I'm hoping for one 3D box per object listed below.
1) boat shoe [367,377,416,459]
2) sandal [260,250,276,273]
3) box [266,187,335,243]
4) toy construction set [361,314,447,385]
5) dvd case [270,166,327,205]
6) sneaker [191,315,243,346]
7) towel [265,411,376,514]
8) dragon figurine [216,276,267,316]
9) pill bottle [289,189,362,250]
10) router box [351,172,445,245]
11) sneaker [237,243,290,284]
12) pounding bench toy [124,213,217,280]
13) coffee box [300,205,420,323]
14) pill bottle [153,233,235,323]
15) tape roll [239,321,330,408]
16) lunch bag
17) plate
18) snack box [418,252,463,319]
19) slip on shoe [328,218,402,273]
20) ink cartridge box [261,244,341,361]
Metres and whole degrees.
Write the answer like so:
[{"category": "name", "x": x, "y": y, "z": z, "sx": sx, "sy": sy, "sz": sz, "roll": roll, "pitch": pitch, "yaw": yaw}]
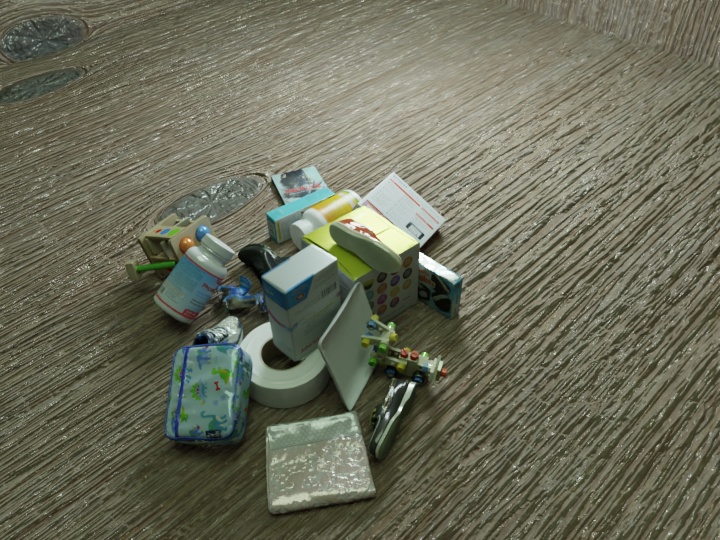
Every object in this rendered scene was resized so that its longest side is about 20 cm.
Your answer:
[{"category": "boat shoe", "x": 0.054, "y": 0.295, "z": 1.318, "sx": 0.060, "sy": 0.072, "sz": 0.201, "roll": 16, "pitch": 37, "yaw": 18}, {"category": "sandal", "x": -0.206, "y": 0.048, "z": 1.574, "sx": 0.045, "sy": 0.075, "sz": 0.200, "roll": -27, "pitch": 69, "yaw": 7}, {"category": "box", "x": -0.161, "y": -0.154, "z": 1.811, "sx": 0.200, "sy": 0.082, "sz": 0.049, "roll": -27, "pitch": 47, "yaw": -26}, {"category": "toy construction set", "x": 0.097, "y": 0.181, "z": 1.390, "sx": 0.200, "sy": 0.131, "sz": 0.092, "roll": 26, "pitch": 48, "yaw": 21}, {"category": "dvd case", "x": -0.173, "y": -0.240, "z": 1.953, "sx": 0.146, "sy": 0.022, "sz": 0.200, "roll": -15, "pitch": 44, "yaw": -14}, {"category": "sneaker", "x": -0.328, "y": 0.164, "z": 1.460, "sx": 0.077, "sy": 0.085, "sz": 0.200, "roll": 15, "pitch": 44, "yaw": 17}, {"category": "towel", "x": -0.084, "y": 0.368, "z": 1.267, "sx": 0.200, "sy": 0.032, "sz": 0.191, "roll": -8, "pitch": 43, "yaw": -6}, {"category": "dragon figurine", "x": -0.298, "y": 0.054, "z": 1.597, "sx": 0.099, "sy": 0.059, "sz": 0.200, "roll": -22, "pitch": 37, "yaw": -23}, {"category": "pill bottle", "x": -0.088, "y": -0.130, "z": 1.760, "sx": 0.200, "sy": 0.111, "sz": 0.111, "roll": -32, "pitch": 50, "yaw": -29}, {"category": "router box", "x": 0.104, "y": -0.143, "z": 1.751, "sx": 0.200, "sy": 0.049, "sz": 0.179, "roll": 44, "pitch": 53, "yaw": 3}, {"category": "sneaker", "x": -0.238, "y": -0.005, "z": 1.660, "sx": 0.200, "sy": 0.076, "sz": 0.091, "roll": 19, "pitch": 54, "yaw": 25}, {"category": "pounding bench toy", "x": -0.465, "y": -0.037, "z": 1.624, "sx": 0.156, "sy": 0.124, "sz": 0.200, "roll": 7, "pitch": 39, "yaw": 38}, {"category": "coffee box", "x": 0.000, "y": 0.000, "z": 1.549, "sx": 0.200, "sy": 0.198, "sz": 0.200, "roll": -29, "pitch": 49, "yaw": -28}, {"category": "pill bottle", "x": -0.387, "y": 0.017, "z": 1.541, "sx": 0.109, "sy": 0.109, "sz": 0.200, "roll": 37, "pitch": 91, "yaw": 35}, {"category": "tape roll", "x": -0.166, "y": 0.200, "z": 1.427, "sx": 0.202, "sy": 0.071, "sz": 0.203, "roll": -1, "pitch": 43, "yaw": 1}, {"category": "lunch bag", "x": -0.308, "y": 0.249, "z": 1.315, "sx": 0.161, "sy": 0.082, "sz": 0.200, "roll": -2, "pitch": 67, "yaw": 12}, {"category": "plate", "x": -0.022, "y": 0.159, "z": 1.383, "sx": 0.032, "sy": 0.200, "sz": 0.200, "roll": 2, "pitch": 39, "yaw": 29}, {"category": "snack box", "x": 0.156, "y": 0.021, "z": 1.583, "sx": 0.037, "sy": 0.116, "sz": 0.200, "roll": -34, "pitch": 51, "yaw": -31}, {"category": "slip on shoe", "x": 0.018, "y": -0.060, "z": 1.420, "sx": 0.061, "sy": 0.074, "sz": 0.200, "roll": -32, "pitch": 48, "yaw": -33}, {"category": "ink cartridge box", "x": -0.118, "y": 0.070, "z": 1.372, "sx": 0.085, "sy": 0.200, "sz": 0.144, "roll": 30, "pitch": 50, "yaw": 35}]
